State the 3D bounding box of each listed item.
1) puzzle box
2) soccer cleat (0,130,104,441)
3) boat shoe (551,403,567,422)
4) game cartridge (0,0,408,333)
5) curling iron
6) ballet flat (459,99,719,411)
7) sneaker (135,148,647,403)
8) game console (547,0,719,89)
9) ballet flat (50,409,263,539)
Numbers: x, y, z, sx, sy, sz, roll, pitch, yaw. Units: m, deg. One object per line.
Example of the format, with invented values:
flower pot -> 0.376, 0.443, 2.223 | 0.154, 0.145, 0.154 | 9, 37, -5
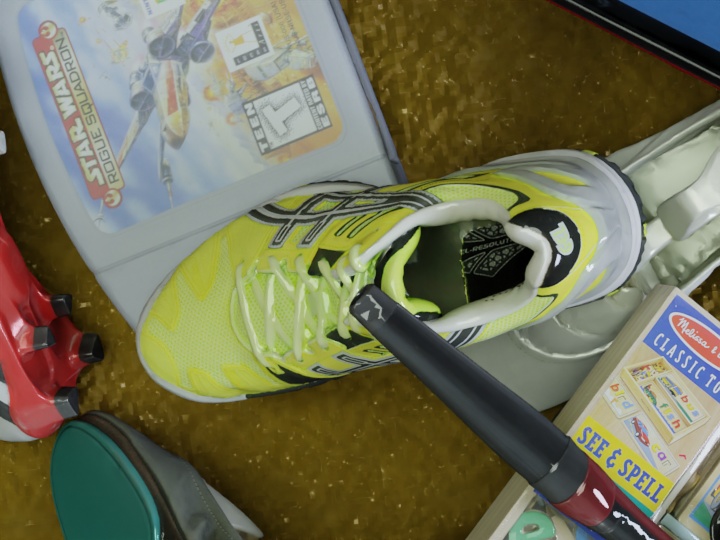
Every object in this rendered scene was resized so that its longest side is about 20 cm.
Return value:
puzzle box -> 0.145, 0.117, 1.034 | 0.200, 0.025, 0.133 | 38, 84, -11
soccer cleat -> -0.168, -0.018, 1.081 | 0.085, 0.069, 0.201 | -10, 121, 21
boat shoe -> 0.098, 0.146, 1.071 | 0.075, 0.060, 0.201 | 4, 90, -17
game cartridge -> -0.068, -0.075, 1.107 | 0.133, 0.042, 0.201 | -22, 87, 6
curling iron -> 0.078, 0.065, 0.993 | 0.199, 0.026, 0.050 | 33, 76, -10
ballet flat -> 0.109, -0.017, 1.061 | 0.200, 0.069, 0.070 | -37, 85, 9
sneaker -> 0.000, 0.000, 1.031 | 0.199, 0.076, 0.076 | -19, 89, 24
game console -> 0.177, -0.136, 1.020 | 0.199, 0.119, 0.173 | 28, 96, 8
ballet flat -> -0.056, 0.120, 1.068 | 0.063, 0.200, 0.068 | 4, 117, -30
